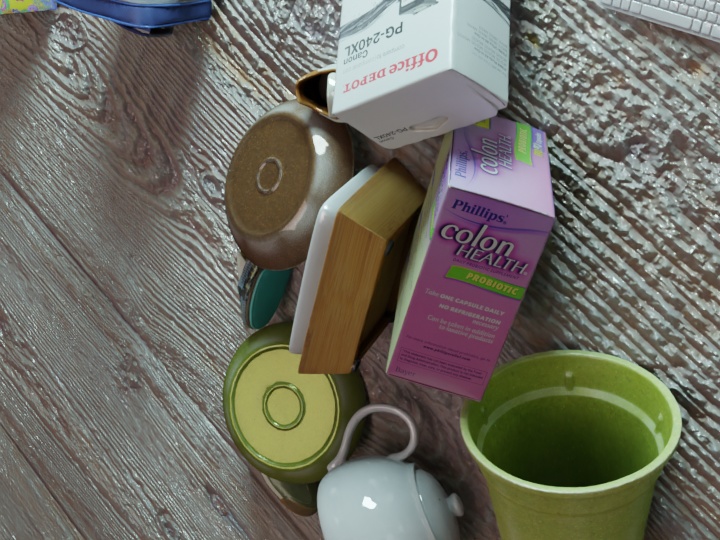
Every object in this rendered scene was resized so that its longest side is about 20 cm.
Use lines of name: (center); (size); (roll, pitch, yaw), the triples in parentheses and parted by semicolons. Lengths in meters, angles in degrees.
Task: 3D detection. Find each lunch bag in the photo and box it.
lunch bag: (-0.261, -0.350, 1.145); (0.198, 0.135, 0.134); (24, 121, 31)

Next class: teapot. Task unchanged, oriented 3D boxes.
teapot: (0.047, 0.287, 1.106); (0.144, 0.199, 0.201); (-26, 126, 8)

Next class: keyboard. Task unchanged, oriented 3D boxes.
keyboard: (0.288, -0.218, 0.795); (0.198, 0.011, 0.057); (29, 123, 31)

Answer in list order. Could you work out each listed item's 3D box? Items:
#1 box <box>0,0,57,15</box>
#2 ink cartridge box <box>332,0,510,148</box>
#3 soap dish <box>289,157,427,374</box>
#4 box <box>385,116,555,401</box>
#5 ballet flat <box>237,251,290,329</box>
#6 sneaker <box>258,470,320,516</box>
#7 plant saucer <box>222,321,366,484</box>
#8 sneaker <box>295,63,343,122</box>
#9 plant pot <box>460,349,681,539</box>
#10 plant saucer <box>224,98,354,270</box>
box: (-0.534, -0.469, 1.352); (0.191, 0.121, 0.204); (18, 117, 36)
ink cartridge box: (0.057, -0.232, 0.883); (0.144, 0.083, 0.204); (-13, 65, 42)
soap dish: (0.000, 0.000, 1.041); (0.080, 0.157, 0.203); (23, 122, 13)
box: (0.101, -0.019, 0.908); (0.095, 0.177, 0.203); (15, 121, -1)
ballet flat: (-0.116, -0.027, 1.187); (0.074, 0.074, 0.203); (34, 116, 27)
sneaker: (-0.098, 0.215, 1.257); (0.202, 0.067, 0.090); (58, 138, 13)
plant saucer: (-0.090, 0.166, 1.203); (0.196, 0.031, 0.204); (1, 93, 20)
sneaker: (0.016, -0.172, 1.003); (0.198, 0.084, 0.074); (12, 112, 36)
plant pot: (0.200, 0.211, 0.928); (0.198, 0.200, 0.187); (16, 127, 36)
plant saucer: (-0.093, -0.103, 1.097); (0.198, 0.036, 0.204); (-12, 72, 39)
